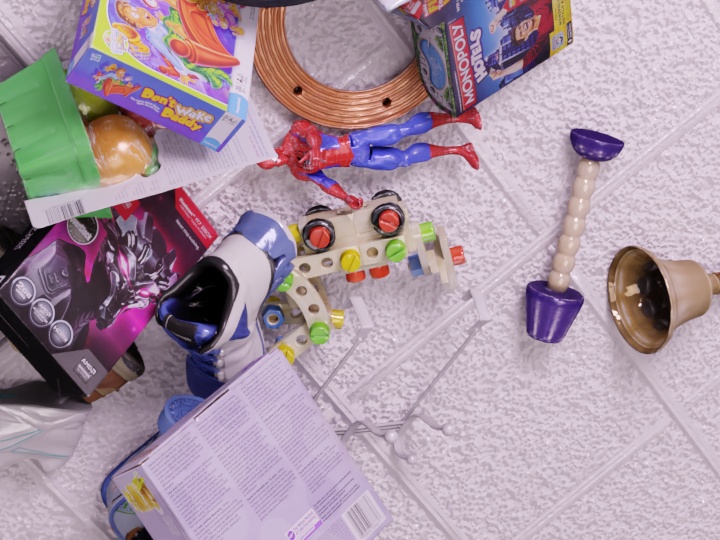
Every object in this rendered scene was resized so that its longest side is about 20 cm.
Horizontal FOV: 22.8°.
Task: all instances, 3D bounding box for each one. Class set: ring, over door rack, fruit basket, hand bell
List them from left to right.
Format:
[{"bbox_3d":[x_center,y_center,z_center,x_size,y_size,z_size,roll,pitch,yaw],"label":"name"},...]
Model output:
[{"bbox_3d":[-0.188,-0.118,1.449,0.200,0.185,0.094,-15,139,-14],"label":"fruit basket"},{"bbox_3d":[-0.004,-0.220,1.543,0.200,0.019,0.201,-6,112,-15],"label":"ring"},{"bbox_3d":[0.025,0.112,1.608,0.148,0.067,0.200,-3,132,-36],"label":"over door rack"},{"bbox_3d":[0.349,0.012,1.712,0.200,0.104,0.104,-10,114,-25],"label":"hand bell"}]

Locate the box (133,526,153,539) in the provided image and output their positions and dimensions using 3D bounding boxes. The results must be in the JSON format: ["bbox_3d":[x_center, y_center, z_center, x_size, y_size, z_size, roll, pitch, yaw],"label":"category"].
[{"bbox_3d":[-0.106,0.311,1.566,0.200,0.148,0.107,38,92,-25],"label":"box"}]

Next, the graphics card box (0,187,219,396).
[{"bbox_3d":[-0.219,-0.007,1.492,0.200,0.051,0.126,-52,121,-30],"label":"graphics card box"}]

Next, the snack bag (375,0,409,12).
[{"bbox_3d":[0.056,-0.305,1.439,0.188,0.200,0.021,-25,144,-5],"label":"snack bag"}]

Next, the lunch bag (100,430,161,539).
[{"bbox_3d":[-0.129,0.229,1.653,0.160,0.076,0.200,-41,115,0],"label":"lunch bag"}]

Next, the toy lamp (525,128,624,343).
[{"bbox_3d":[0.196,-0.030,1.657,0.058,0.058,0.200,9,107,-19],"label":"toy lamp"}]

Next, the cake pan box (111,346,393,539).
[{"bbox_3d":[-0.083,0.187,1.482,0.200,0.052,0.184,-41,101,-43],"label":"cake pan box"}]

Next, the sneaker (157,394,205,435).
[{"bbox_3d":[-0.104,0.190,1.575,0.200,0.070,0.078,35,123,-10],"label":"sneaker"}]

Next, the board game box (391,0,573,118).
[{"bbox_3d":[0.085,-0.242,1.497,0.200,0.062,0.200,-33,133,-27],"label":"board game box"}]

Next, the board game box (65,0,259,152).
[{"bbox_3d":[-0.150,-0.203,1.411,0.134,0.200,0.045,24,135,-23],"label":"board game box"}]

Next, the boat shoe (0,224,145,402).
[{"bbox_3d":[-0.274,0.043,1.538,0.074,0.076,0.200,-40,115,6],"label":"boat shoe"}]

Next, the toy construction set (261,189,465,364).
[{"bbox_3d":[0.000,0.000,1.589,0.200,0.092,0.131,-18,113,-9],"label":"toy construction set"}]

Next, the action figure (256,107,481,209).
[{"bbox_3d":[0.010,-0.094,1.539,0.200,0.099,0.065,-5,124,-9],"label":"action figure"}]

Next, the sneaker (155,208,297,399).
[{"bbox_3d":[-0.132,0.045,1.529,0.115,0.081,0.200,-34,152,-46],"label":"sneaker"}]

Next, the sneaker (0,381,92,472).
[{"bbox_3d":[-0.339,0.136,1.557,0.200,0.070,0.080,11,110,-20],"label":"sneaker"}]

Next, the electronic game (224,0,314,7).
[{"bbox_3d":[-0.059,-0.289,1.413,0.200,0.200,0.042,-26,147,-5],"label":"electronic game"}]
